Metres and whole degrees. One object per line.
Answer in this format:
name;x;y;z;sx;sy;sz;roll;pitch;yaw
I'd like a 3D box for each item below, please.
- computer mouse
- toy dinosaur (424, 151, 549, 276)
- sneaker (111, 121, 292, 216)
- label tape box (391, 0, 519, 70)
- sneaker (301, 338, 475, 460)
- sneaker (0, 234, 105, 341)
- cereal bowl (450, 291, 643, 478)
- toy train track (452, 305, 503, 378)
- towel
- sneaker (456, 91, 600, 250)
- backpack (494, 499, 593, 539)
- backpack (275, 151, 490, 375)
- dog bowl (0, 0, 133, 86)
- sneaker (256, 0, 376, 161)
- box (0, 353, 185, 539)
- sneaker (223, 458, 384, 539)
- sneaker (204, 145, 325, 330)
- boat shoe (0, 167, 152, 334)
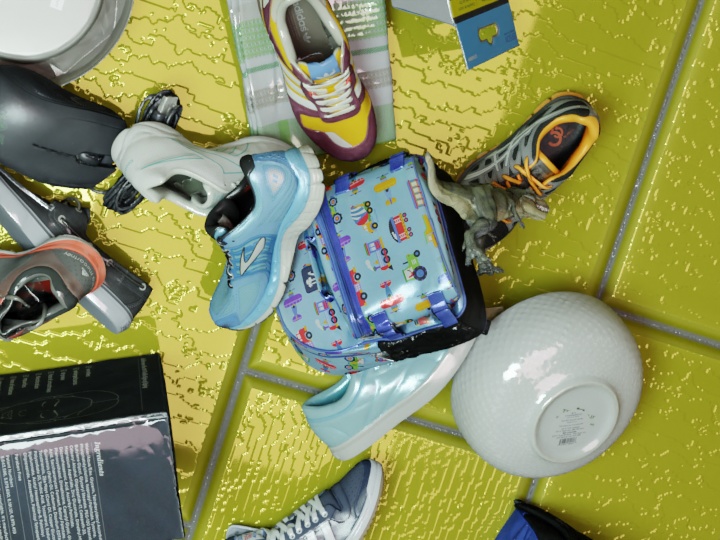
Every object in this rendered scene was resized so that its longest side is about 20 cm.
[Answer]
computer mouse;-0.267;-0.121;1.319;0.198;0.053;0.139;17;119;-26
toy dinosaur;0.108;-0.045;1.322;0.047;0.199;0.089;-9;78;33
sneaker;-0.129;-0.081;1.346;0.198;0.081;0.071;3;128;-33
label tape box;0.076;-0.289;1.338;0.063;0.144;0.202;-6;104;28
sneaker;0.026;0.097;1.416;0.200;0.074;0.082;-43;108;8
sneaker;-0.325;0.027;1.324;0.199;0.082;0.077;-22;115;30
cereal bowl;0.194;0.125;1.434;0.198;0.083;0.202;-11;122;-17
toy train track;0.092;0.091;1.474;0.197;0.033;0.116;-5;108;-3
towel;-0.043;-0.203;1.374;0.147;0.031;0.202;-11;115;-7
sneaker;0.157;-0.093;1.426;0.078;0.077;0.200;39;93;-16
backpack;0.209;0.354;1.452;0.161;0.200;0.169;24;95;-14
backpack;0.000;0.000;1.359;0.198;0.134;0.185;-17;75;17
dog bowl;-0.304;-0.264;1.324;0.198;0.059;0.203;-2;101;-9
sneaker;-0.036;-0.175;1.326;0.074;0.090;0.201;-28;118;0
box;-0.267;0.169;1.336;0.194;0.200;0.125;-9;103;-7
sneaker;-0.065;0.258;1.454;0.108;0.070;0.201;30;97;-15
sneaker;-0.106;-0.032;1.319;0.089;0.079;0.201;4;127;-28
boat shoe;-0.274;-0.031;1.371;0.200;0.070;0.066;46;70;-10
